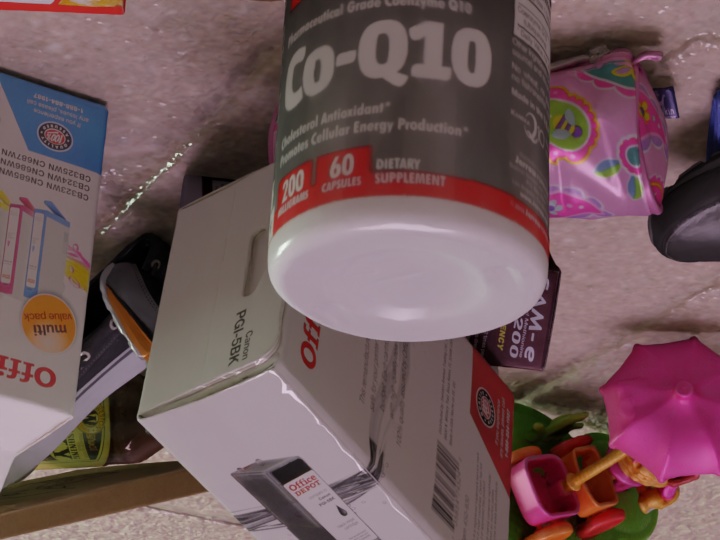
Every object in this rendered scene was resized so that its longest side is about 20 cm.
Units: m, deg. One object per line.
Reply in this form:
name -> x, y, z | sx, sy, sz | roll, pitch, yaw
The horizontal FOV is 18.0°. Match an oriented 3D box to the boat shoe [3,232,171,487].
boat shoe -> -0.179, 0.052, 1.314 | 0.200, 0.070, 0.066 | -37, 119, -3

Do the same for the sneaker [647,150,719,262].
sneaker -> 0.242, -0.023, 1.150 | 0.199, 0.080, 0.075 | -9, 150, 20

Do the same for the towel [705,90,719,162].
towel -> 0.279, -0.060, 1.186 | 0.198, 0.024, 0.145 | -2, 152, 6

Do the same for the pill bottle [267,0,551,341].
pill bottle -> 0.023, -0.083, 0.944 | 0.113, 0.201, 0.114 | 2, 154, 1

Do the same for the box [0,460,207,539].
box -> -0.201, 0.142, 1.380 | 0.199, 0.021, 0.163 | -8, 179, -45

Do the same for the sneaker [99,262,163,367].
sneaker -> -0.061, 0.056, 1.272 | 0.200, 0.077, 0.078 | 39, 178, -4

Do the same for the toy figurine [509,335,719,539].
toy figurine -> 0.185, 0.114, 1.457 | 0.199, 0.151, 0.184 | -4, 155, -45

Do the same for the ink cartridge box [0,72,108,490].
ink cartridge box -> -0.218, 0.010, 1.163 | 0.128, 0.201, 0.125 | 16, 152, -28

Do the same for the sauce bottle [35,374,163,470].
sauce bottle -> -0.178, 0.098, 1.507 | 0.199, 0.065, 0.065 | -6, 154, 13

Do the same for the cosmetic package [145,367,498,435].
cosmetic package -> -0.025, 0.055, 1.376 | 0.199, 0.091, 0.107 | -20, 149, 34

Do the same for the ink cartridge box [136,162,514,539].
ink cartridge box -> -0.011, 0.065, 1.103 | 0.083, 0.147, 0.200 | -22, 127, 26

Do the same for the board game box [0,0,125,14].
board game box -> -0.180, -0.173, 0.834 | 0.198, 0.152, 0.046 | 3, 155, 1

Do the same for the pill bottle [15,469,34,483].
pill bottle -> -0.287, 0.063, 1.374 | 0.199, 0.120, 0.119 | 20, 150, -32

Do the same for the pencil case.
pencil case -> 0.056, -0.062, 1.130 | 0.199, 0.088, 0.088 | -5, 154, 14

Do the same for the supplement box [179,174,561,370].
supplement box -> 0.000, 0.000, 1.224 | 0.198, 0.061, 0.109 | 5, -162, -5
